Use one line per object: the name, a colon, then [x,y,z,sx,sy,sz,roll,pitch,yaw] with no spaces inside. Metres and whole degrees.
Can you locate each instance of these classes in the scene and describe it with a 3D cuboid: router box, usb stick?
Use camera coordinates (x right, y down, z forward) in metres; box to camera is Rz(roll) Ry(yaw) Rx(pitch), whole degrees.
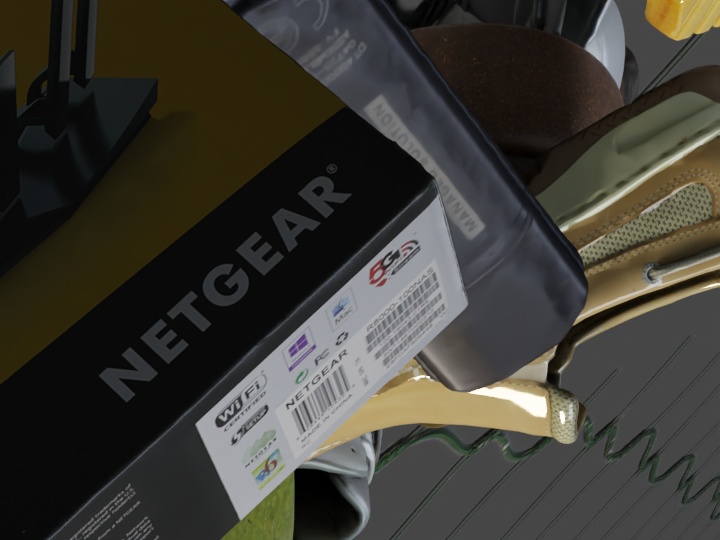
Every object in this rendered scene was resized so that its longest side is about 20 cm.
router box: [-0.105,0.015,0.554,0.200,0.157,0.052,-43,153,-14]
usb stick: [0.005,-0.027,0.778,0.055,0.033,0.200,-36,143,4]

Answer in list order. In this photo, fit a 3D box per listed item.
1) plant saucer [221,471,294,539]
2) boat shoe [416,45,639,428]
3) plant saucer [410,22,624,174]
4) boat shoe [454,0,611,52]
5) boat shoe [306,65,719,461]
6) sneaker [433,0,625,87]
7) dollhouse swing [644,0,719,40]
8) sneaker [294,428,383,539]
plant saucer: [-0.098,0.127,0.644,0.200,0.048,0.200,-37,-171,26]
boat shoe: [0.063,-0.013,1.202,0.066,0.072,0.201,-29,155,-38]
plant saucer: [0.000,0.000,0.951,0.200,0.035,0.200,-20,151,-12]
boat shoe: [0.079,-0.138,0.883,0.074,0.067,0.200,-38,165,-31]
boat shoe: [0.042,0.020,0.889,0.200,0.076,0.072,-32,170,11]
sneaker: [0.015,-0.021,1.020,0.200,0.073,0.085,-52,168,30]
dollhouse swing: [0.237,-0.150,1.153,0.200,0.181,0.176,-23,134,-61]
sneaker: [-0.025,0.068,1.141,0.074,0.088,0.200,-55,166,29]
